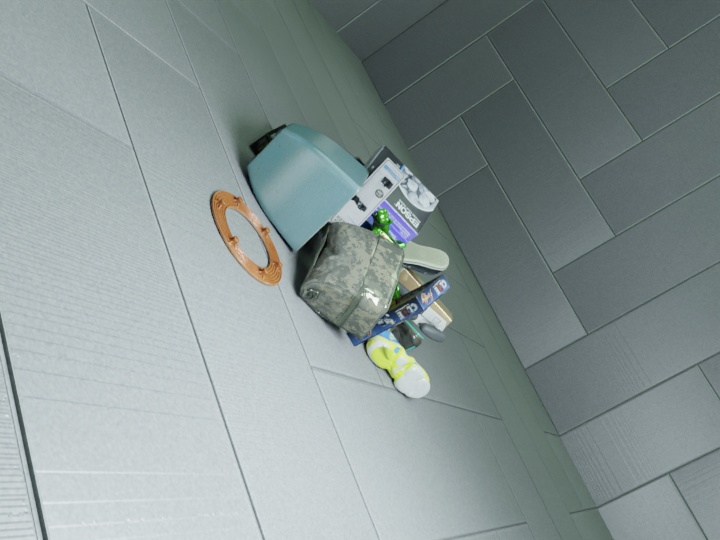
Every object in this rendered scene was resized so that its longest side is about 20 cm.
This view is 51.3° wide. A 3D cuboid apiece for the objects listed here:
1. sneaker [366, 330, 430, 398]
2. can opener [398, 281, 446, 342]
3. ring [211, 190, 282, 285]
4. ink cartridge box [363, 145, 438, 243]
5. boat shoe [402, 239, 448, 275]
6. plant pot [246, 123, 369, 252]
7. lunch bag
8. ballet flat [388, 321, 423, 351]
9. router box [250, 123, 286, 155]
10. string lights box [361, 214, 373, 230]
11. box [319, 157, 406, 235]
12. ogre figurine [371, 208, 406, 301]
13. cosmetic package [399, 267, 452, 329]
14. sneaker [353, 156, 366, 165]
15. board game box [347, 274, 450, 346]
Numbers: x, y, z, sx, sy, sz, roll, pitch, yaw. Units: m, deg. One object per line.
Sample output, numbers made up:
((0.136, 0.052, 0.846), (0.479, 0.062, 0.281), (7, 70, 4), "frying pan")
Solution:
((0.087, 0.197, 1.685), (0.200, 0.075, 0.105), (49, 17, -29), "sneaker")
((0.134, 0.099, 1.765), (0.200, 0.053, 0.067), (40, 10, -29), "can opener")
((-0.202, -0.063, 1.375), (0.201, 0.019, 0.201), (52, 17, -22), "ring")
((0.075, -0.172, 1.782), (0.198, 0.043, 0.200), (44, 48, -12), "ink cartridge box")
((0.112, -0.036, 1.800), (0.198, 0.062, 0.075), (17, 55, -9), "boat shoe")
((-0.124, -0.196, 1.585), (0.200, 0.196, 0.196), (45, 17, -8), "plant pot")
((-0.020, 0.008, 1.503), (0.167, 0.139, 0.201), (30, 48, -10), "lunch bag")
((0.081, 0.120, 1.811), (0.068, 0.068, 0.200), (44, 9, -40), "ballet flat")
((-0.175, -0.259, 1.780), (0.158, 0.052, 0.200), (56, 15, -11), "router box")
((-0.007, -0.132, 1.810), (0.199, 0.059, 0.103), (18, 15, -41), "string lights box")
((0.000, -0.150, 1.654), (0.060, 0.200, 0.117), (45, -14, -8), "box")
((0.057, -0.042, 1.682), (0.201, 0.098, 0.120), (61, 4, -13), "ogre figurine")
((0.139, 0.065, 1.874), (0.200, 0.071, 0.105), (47, 9, -3), "cosmetic package")
((0.042, -0.209, 1.849), (0.199, 0.085, 0.075), (24, 38, -4), "sneaker")
((0.081, 0.084, 1.577), (0.035, 0.199, 0.135), (58, 36, -2), "board game box")
